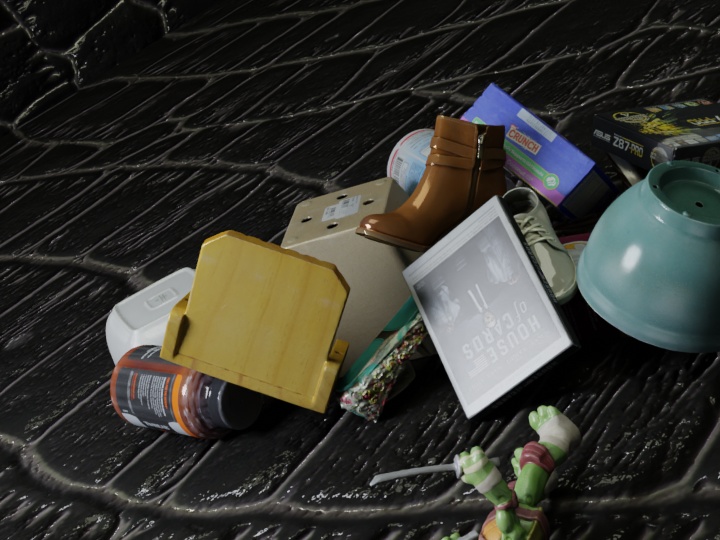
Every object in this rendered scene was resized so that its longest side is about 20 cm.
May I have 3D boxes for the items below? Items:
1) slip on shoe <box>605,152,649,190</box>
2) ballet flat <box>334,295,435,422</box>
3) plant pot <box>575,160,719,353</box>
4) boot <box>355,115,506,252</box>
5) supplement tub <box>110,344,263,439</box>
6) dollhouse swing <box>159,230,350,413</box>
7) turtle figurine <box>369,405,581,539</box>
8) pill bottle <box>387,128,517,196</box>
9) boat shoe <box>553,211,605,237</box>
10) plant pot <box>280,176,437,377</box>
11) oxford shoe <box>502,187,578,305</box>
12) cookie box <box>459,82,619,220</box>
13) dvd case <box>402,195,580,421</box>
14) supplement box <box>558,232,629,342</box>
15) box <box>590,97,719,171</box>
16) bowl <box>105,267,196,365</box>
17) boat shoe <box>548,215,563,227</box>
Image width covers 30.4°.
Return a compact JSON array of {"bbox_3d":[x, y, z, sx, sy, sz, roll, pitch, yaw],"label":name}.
[{"bbox_3d":[0.374,-0.144,1.786,0.060,0.076,0.200,-25,15,10],"label":"slip on shoe"},{"bbox_3d":[0.048,0.092,1.534,0.200,0.064,0.076,-49,16,-16],"label":"ballet flat"},{"bbox_3d":[0.340,-0.029,1.387,0.199,0.135,0.201,8,37,-6],"label":"plant pot"},{"bbox_3d":[0.088,-0.101,1.533,0.199,0.156,0.077,1,10,-26],"label":"boot"},{"bbox_3d":[-0.211,0.150,1.625,0.199,0.107,0.107,3,34,44],"label":"supplement tub"},{"bbox_3d":[-0.104,0.042,1.527,0.199,0.177,0.182,18,12,2],"label":"dollhouse swing"},{"bbox_3d":[0.105,0.202,1.196,0.199,0.144,0.194,0,28,35],"label":"turtle figurine"},{"bbox_3d":[0.122,-0.109,1.711,0.108,0.109,0.200,-28,29,-13],"label":"pill bottle"},{"bbox_3d":[0.280,-0.031,1.638,0.199,0.076,0.074,-13,17,4],"label":"boat shoe"},{"bbox_3d":[0.000,0.000,1.672,0.199,0.178,0.200,-16,24,16],"label":"plant pot"},{"bbox_3d":[0.192,-0.028,1.488,0.075,0.058,0.200,-20,36,7],"label":"oxford shoe"},{"bbox_3d":[0.228,-0.141,1.676,0.075,0.171,0.200,-51,-20,7],"label":"cookie box"},{"bbox_3d":[0.138,0.041,1.444,0.150,0.025,0.201,-40,56,26],"label":"dvd case"},{"bbox_3d":[0.221,0.024,1.542,0.199,0.086,0.110,-8,27,29],"label":"supplement box"},{"bbox_3d":[0.427,-0.173,1.724,0.199,0.049,0.161,-10,28,-27],"label":"box"},{"bbox_3d":[-0.269,0.070,1.890,0.199,0.075,0.200,-29,26,-13],"label":"bowl"},{"bbox_3d":[0.176,-0.016,1.679,0.200,0.071,0.062,-30,35,-27],"label":"boat shoe"}]
